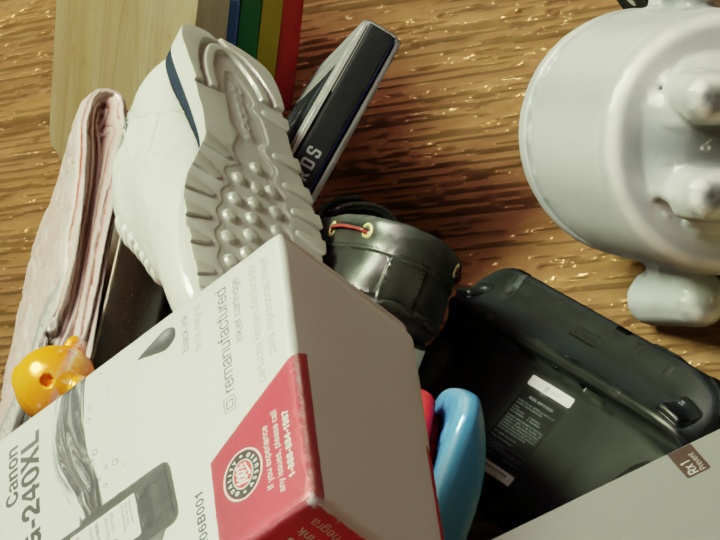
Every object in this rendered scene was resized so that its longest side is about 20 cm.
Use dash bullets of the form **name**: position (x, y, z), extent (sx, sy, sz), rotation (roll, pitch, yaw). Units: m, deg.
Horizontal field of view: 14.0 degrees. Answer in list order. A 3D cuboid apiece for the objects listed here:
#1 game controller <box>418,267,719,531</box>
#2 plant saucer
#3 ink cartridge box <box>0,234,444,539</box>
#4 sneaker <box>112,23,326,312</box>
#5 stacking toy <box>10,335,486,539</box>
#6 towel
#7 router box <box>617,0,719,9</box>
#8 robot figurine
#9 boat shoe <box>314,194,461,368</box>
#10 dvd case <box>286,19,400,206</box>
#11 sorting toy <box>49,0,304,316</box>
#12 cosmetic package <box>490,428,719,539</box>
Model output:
- **game controller**: position (0.085, 0.066, 1.294), extent (0.104, 0.042, 0.200), rotation (-58, 35, 0)
- **plant saucer**: position (-0.123, 0.028, 1.450), extent (0.200, 0.032, 0.201), rotation (-165, 90, -81)
- **ink cartridge box**: position (-0.071, 0.105, 1.125), extent (0.200, 0.083, 0.145), rotation (-36, 38, 23)
- **sneaker**: position (-0.071, -0.023, 1.307), extent (0.080, 0.076, 0.200), rotation (-44, 30, 25)
- **stacking toy**: position (-0.054, 0.078, 1.242), extent (0.110, 0.200, 0.116), rotation (165, 124, -84)
- **towel**: position (-0.157, 0.040, 1.450), extent (0.191, 0.032, 0.200), rotation (-85, 13, -46)
- **router box**: position (0.154, -0.214, 1.384), extent (0.149, 0.200, 0.051), rotation (-43, 36, -3)
- **robot figurine**: position (0.138, -0.058, 1.281), extent (0.200, 0.113, 0.170), rotation (-160, 73, -74)
- **boat shoe**: position (0.003, 0.001, 1.364), extent (0.201, 0.074, 0.063), rotation (-158, 91, -79)
- **dvd case**: position (-0.049, -0.020, 1.410), extent (0.200, 0.025, 0.150), rotation (-60, 6, -9)
- **sorting toy**: position (-0.098, -0.113, 1.553), extent (0.069, 0.200, 0.199), rotation (-8, 34, -23)
- **cosmetic package**: position (0.112, 0.137, 1.091), extent (0.200, 0.090, 0.107), rotation (-24, 32, -11)
